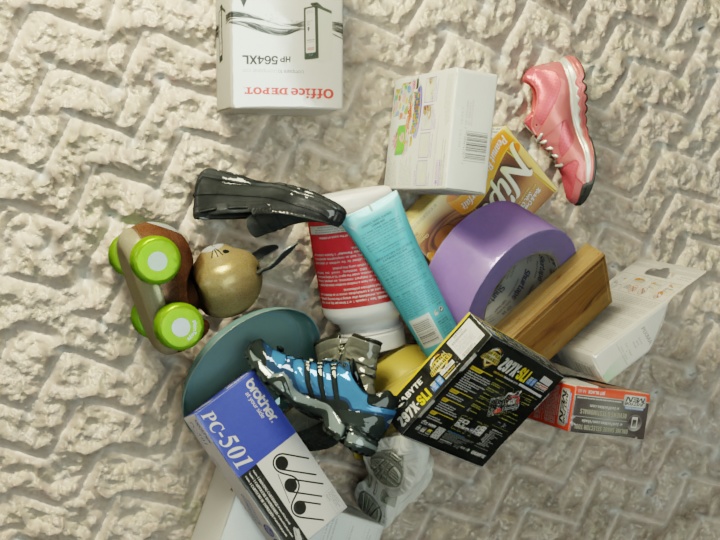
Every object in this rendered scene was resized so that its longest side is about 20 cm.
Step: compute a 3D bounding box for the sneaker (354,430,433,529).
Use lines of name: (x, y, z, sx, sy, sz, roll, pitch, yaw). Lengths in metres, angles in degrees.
sneaker: (0.055, 0.247, 1.645, 0.099, 0.200, 0.078, -32, 70, -31)

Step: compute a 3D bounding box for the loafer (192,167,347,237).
loafer: (-0.112, -0.072, 1.563, 0.200, 0.068, 0.070, 12, 86, 22)

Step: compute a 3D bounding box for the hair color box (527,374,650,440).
hair color box: (0.275, 0.171, 1.689, 0.111, 0.200, 0.064, 8, 91, -20)

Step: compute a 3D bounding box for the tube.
tube: (0.055, 0.008, 1.564, 0.077, 0.050, 0.200, -29, 99, -3)

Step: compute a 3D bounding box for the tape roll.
tape roll: (0.177, 0.018, 1.655, 0.200, 0.085, 0.200, -27, 135, -31)

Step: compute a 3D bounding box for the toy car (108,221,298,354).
toy car: (-0.176, -0.002, 1.539, 0.200, 0.164, 0.158, -21, 100, -19)

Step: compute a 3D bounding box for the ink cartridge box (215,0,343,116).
ink cartridge box: (-0.099, -0.292, 1.588, 0.146, 0.084, 0.200, -2, 94, -20)

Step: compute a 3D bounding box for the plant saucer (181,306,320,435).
plant saucer: (-0.137, 0.122, 1.582, 0.200, 0.027, 0.200, -27, 140, -26)

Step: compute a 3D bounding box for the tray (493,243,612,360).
tray: (0.240, 0.065, 1.659, 0.200, 0.037, 0.099, -41, 141, -18)

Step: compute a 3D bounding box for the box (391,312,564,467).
box: (0.139, 0.148, 1.560, 0.160, 0.049, 0.200, -51, 142, 9)

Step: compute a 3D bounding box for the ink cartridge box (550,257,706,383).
ink cartridge box: (0.350, 0.062, 1.728, 0.200, 0.161, 0.050, -33, 108, -15)

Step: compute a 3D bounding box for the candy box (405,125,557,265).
candy box: (0.150, -0.081, 1.704, 0.200, 0.055, 0.115, -46, 108, -11)

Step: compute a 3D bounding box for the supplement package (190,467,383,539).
supplement package: (-0.094, 0.332, 1.613, 0.200, 0.117, 0.117, 21, 85, -20)

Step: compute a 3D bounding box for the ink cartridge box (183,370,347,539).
ink cartridge box: (-0.111, 0.227, 1.526, 0.094, 0.044, 0.200, -37, 95, -28)

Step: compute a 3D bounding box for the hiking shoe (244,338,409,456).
hiking shoe: (-0.043, 0.131, 1.508, 0.200, 0.074, 0.087, 35, 84, 17)

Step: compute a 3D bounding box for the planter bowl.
planter bowl: (0.057, 0.151, 1.646, 0.200, 0.200, 0.083, -27, 70, -16)

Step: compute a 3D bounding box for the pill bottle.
pill bottle: (0.000, 0.000, 1.627, 0.112, 0.112, 0.200, -11, 97, -18)

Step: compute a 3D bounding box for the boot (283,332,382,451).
boot: (-0.049, 0.150, 1.598, 0.068, 0.200, 0.131, 23, 62, -46)

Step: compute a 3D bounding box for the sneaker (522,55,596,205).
sneaker: (0.261, -0.184, 1.741, 0.087, 0.074, 0.200, -8, 92, -5)

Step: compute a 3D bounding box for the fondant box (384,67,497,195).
fondant box: (0.096, -0.168, 1.603, 0.058, 0.200, 0.144, 6, 92, -21)
